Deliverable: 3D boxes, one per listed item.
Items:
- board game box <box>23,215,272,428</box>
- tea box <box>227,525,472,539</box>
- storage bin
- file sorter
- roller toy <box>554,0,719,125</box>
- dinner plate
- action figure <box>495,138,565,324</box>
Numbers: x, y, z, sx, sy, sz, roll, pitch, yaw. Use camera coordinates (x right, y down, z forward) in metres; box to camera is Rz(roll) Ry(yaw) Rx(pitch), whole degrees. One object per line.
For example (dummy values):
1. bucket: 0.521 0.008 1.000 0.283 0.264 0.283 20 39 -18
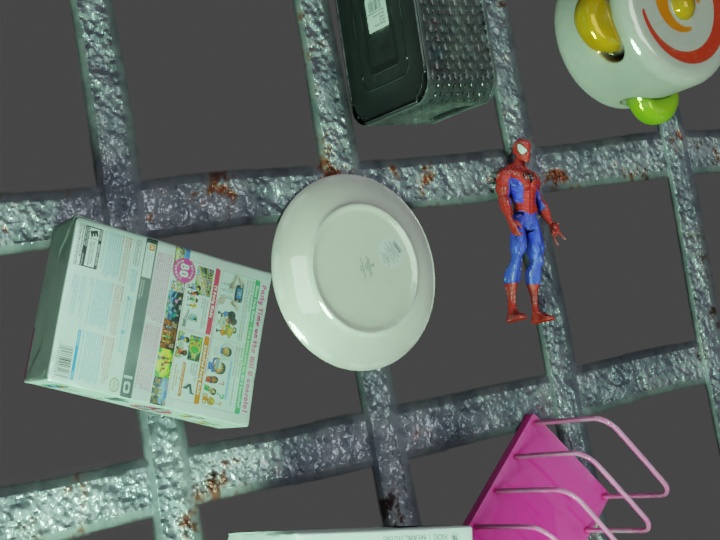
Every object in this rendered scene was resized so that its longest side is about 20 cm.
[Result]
1. board game box: -0.187 0.050 1.306 0.199 0.064 0.149 17 73 -29
2. tea box: -0.007 0.336 1.334 0.198 0.133 0.199 5 78 -33
3. storage bin: 0.051 -0.257 1.480 0.093 0.135 0.202 -6 85 -35
4. file sorter: 0.209 0.265 1.499 0.139 0.125 0.201 46 60 -19
5. roller toy: 0.327 -0.290 1.674 0.199 0.139 0.184 34 64 -24
6. dinner plate: 0.000 0.000 1.468 0.199 0.024 0.202 7 77 -34
7. action figure: 0.182 -0.045 1.588 0.065 0.052 0.202 2 78 -30
